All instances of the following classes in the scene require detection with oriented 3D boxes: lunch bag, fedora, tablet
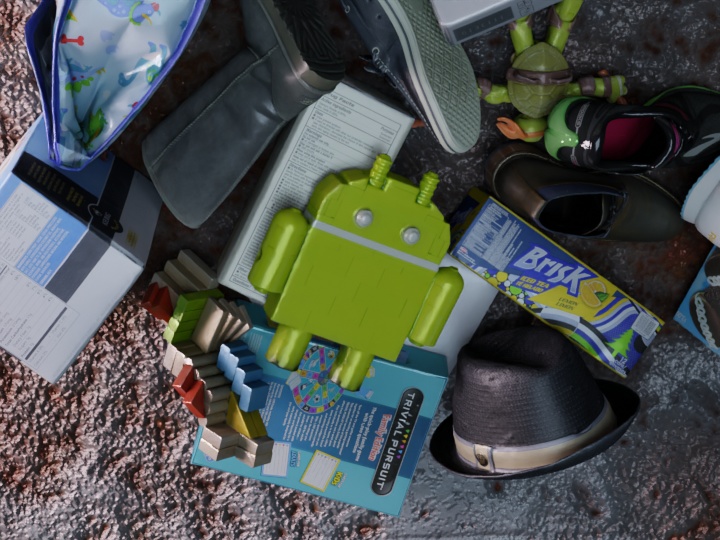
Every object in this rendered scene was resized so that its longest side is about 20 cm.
[{"bbox_3d":[-0.198,-0.193,1.419,0.127,0.170,0.201,20,109,-9],"label":"lunch bag"},{"bbox_3d":[0.140,0.103,1.525,0.200,0.201,0.092,-17,106,3],"label":"fedora"},{"bbox_3d":[0.014,0.016,1.585,0.199,0.014,0.131,27,106,-11],"label":"tablet"}]

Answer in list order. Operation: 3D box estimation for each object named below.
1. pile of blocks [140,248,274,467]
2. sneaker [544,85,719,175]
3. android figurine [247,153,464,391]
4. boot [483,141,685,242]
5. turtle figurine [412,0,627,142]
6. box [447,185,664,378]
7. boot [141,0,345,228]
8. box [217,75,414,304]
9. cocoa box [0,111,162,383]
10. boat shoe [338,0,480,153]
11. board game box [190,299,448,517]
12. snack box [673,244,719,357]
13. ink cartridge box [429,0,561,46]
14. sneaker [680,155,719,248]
[{"bbox_3d":[-0.133,0.077,1.520,0.082,0.062,0.201,-38,72,37],"label":"pile of blocks"},{"bbox_3d":[0.250,-0.110,1.494,0.199,0.084,0.077,-9,117,-28],"label":"sneaker"},{"bbox_3d":[0.000,0.000,1.471,0.181,0.041,0.201,21,103,-23],"label":"android figurine"},{"bbox_3d":[0.206,-0.046,1.513,0.199,0.097,0.075,13,112,-22],"label":"boot"},{"bbox_3d":[0.139,-0.175,1.495,0.199,0.064,0.162,1,109,-3],"label":"turtle figurine"},{"bbox_3d":[0.166,0.010,1.555,0.200,0.070,0.064,35,93,-13],"label":"box"},{"bbox_3d":[-0.112,-0.161,1.482,0.072,0.183,0.200,6,144,-41],"label":"boot"},{"bbox_3d":[-0.040,-0.067,1.507,0.095,0.078,0.201,27,100,-10],"label":"box"},{"bbox_3d":[-0.257,-0.026,1.459,0.131,0.200,0.134,36,105,-13],"label":"cocoa box"},{"bbox_3d":[0.037,-0.184,1.465,0.062,0.074,0.201,-32,85,39],"label":"boat shoe"},{"bbox_3d":[-0.038,0.126,1.597,0.199,0.047,0.152,16,113,-7],"label":"board game box"},{"bbox_3d":[0.367,0.046,1.518,0.037,0.200,0.117,13,111,-39],"label":"snack box"},{"bbox_3d":[0.131,-0.300,1.442,0.199,0.044,0.174,-22,69,5],"label":"ink cartridge box"},{"bbox_3d":[0.364,-0.102,1.509,0.081,0.076,0.200,41,104,19],"label":"sneaker"}]
